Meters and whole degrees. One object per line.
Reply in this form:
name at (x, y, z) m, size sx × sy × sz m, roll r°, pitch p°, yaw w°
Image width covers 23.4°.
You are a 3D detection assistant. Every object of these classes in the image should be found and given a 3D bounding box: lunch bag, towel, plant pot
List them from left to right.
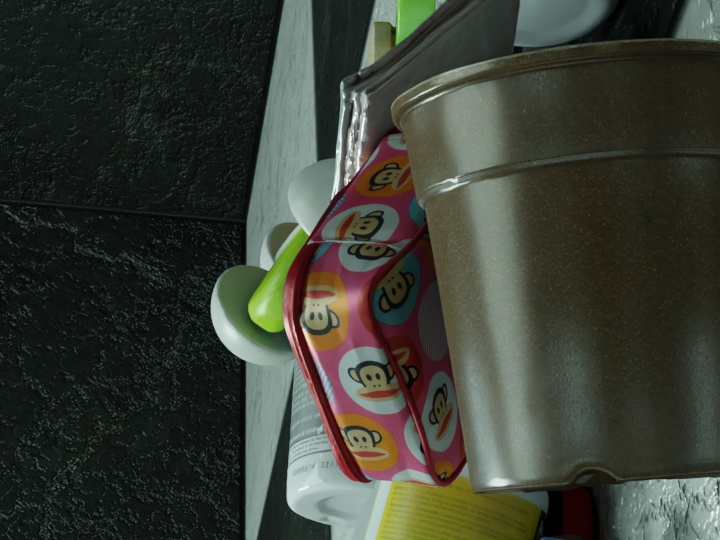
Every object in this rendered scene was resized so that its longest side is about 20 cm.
towel at (0.040, -0.081, 1.119) m, size 0.191 × 0.032 × 0.201 m, roll -42°, pitch -30°, yaw -40°
lunch bag at (0.042, 0.025, 1.001) m, size 0.200 × 0.081 × 0.177 m, roll -55°, pitch -47°, yaw -45°
plant pot at (0.122, 0.007, 0.865) m, size 0.200 × 0.199 × 0.200 m, roll 135°, pitch 130°, yaw -77°

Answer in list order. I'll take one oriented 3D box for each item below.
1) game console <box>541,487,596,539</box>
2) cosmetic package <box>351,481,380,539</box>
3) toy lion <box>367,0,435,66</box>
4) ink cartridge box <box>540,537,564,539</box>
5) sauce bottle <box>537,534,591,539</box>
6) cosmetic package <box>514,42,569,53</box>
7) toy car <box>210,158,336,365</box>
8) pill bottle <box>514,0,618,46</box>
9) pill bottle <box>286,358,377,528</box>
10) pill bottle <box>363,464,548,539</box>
game console at (0.122, 0.228, 1.218) m, size 0.177 × 0.031 × 0.201 m, roll -129°, pitch 45°, yaw -77°
cosmetic package at (0.064, 0.145, 1.249) m, size 0.107 × 0.090 × 0.201 m, roll 141°, pitch 151°, yaw -73°
toy lion at (0.041, -0.256, 1.263) m, size 0.192 × 0.068 × 0.201 m, roll 94°, pitch 178°, yaw -74°
ink cartridge box at (0.134, 0.258, 0.946) m, size 0.200 × 0.076 × 0.137 m, roll -104°, pitch 25°, yaw -68°
sauce bottle at (0.120, 0.267, 1.090) m, size 0.066 × 0.066 × 0.201 m, roll -113°, pitch 31°, yaw -72°
cosmetic package at (0.113, -0.143, 1.305) m, size 0.051 × 0.082 × 0.201 m, roll 124°, pitch 149°, yaw -74°
toy car at (0.000, 0.000, 1.265) m, size 0.175 × 0.150 × 0.200 m, roll -50°, pitch -2°, yaw 34°
pill bottle at (0.120, -0.268, 1.213) m, size 0.116 × 0.115 × 0.201 m, roll 111°, pitch 161°, yaw -61°
pill bottle at (0.003, 0.093, 1.377) m, size 0.114 × 0.113 × 0.201 m, roll 113°, pitch 161°, yaw -64°
pill bottle at (0.059, 0.177, 1.127) m, size 0.112 × 0.111 × 0.201 m, roll 127°, pitch 161°, yaw -74°
